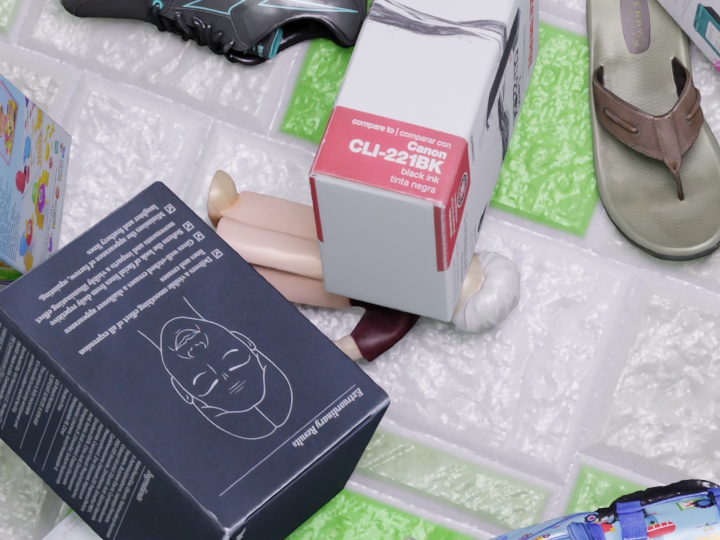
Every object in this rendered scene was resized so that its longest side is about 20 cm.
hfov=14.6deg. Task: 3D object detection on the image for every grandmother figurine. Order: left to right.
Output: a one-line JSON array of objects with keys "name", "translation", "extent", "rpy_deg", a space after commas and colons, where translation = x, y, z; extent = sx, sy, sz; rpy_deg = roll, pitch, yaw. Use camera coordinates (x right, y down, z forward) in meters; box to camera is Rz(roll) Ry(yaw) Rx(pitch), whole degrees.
[{"name": "grandmother figurine", "translation": [0.000, 0.000, 1.713], "extent": [0.199, 0.061, 0.122], "rpy_deg": [10, 90, 13]}]

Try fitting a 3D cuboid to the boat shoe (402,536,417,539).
[{"name": "boat shoe", "translation": [0.020, 0.257, 1.656], "extent": [0.067, 0.072, 0.201], "rpy_deg": [-9, 75, 23]}]

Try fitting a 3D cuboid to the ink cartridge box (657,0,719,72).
[{"name": "ink cartridge box", "translation": [0.268, -0.153, 1.675], "extent": [0.116, 0.067, 0.200], "rpy_deg": [-35, 76, -19]}]

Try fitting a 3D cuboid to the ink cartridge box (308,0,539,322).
[{"name": "ink cartridge box", "translation": [0.041, -0.095, 1.650], "extent": [0.083, 0.145, 0.201], "rpy_deg": [13, 64, 10]}]

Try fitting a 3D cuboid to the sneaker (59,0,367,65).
[{"name": "sneaker", "translation": [-0.091, -0.169, 1.748], "extent": [0.199, 0.075, 0.080], "rpy_deg": [-5, 81, 8]}]

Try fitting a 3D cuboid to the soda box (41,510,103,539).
[{"name": "soda box", "translation": [-0.201, 0.221, 1.697], "extent": [0.200, 0.068, 0.064], "rpy_deg": [-43, 76, -1]}]

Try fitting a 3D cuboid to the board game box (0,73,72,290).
[{"name": "board game box", "translation": [-0.252, -0.057, 1.688], "extent": [0.102, 0.200, 0.106], "rpy_deg": [5, 80, 9]}]

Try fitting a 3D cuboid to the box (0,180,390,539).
[{"name": "box", "translation": [-0.110, 0.074, 1.659], "extent": [0.200, 0.107, 0.148], "rpy_deg": [43, 52, 14]}]

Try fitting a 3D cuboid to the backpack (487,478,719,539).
[{"name": "backpack", "translation": [0.139, 0.218, 1.597], "extent": [0.199, 0.135, 0.184], "rpy_deg": [-8, 79, -4]}]

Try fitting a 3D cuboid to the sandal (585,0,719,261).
[{"name": "sandal", "translation": [0.172, -0.102, 1.702], "extent": [0.079, 0.057, 0.202], "rpy_deg": [-13, 78, 7]}]
